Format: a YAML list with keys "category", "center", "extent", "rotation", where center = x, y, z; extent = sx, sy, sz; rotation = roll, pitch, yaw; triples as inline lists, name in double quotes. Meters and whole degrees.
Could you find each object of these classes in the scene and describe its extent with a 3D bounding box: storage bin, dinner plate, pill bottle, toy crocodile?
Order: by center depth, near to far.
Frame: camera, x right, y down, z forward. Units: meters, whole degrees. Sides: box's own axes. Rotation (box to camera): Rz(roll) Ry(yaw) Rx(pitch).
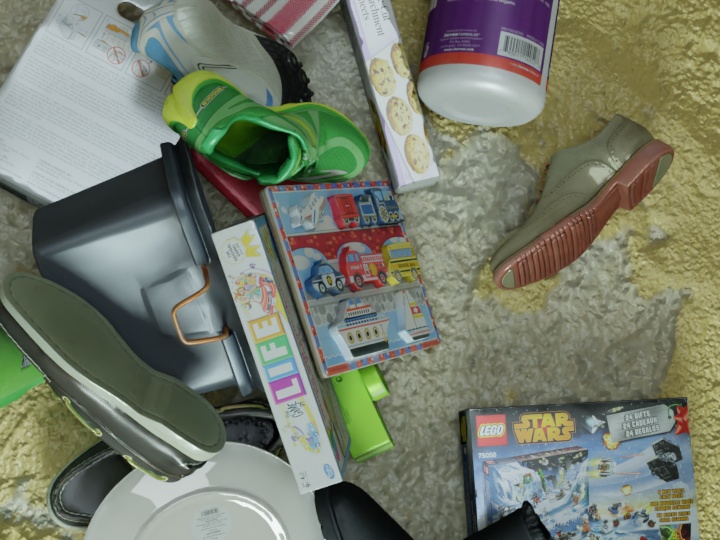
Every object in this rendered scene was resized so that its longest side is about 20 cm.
- category: "storage bin"
  center: [-0.165, 0.019, 1.095]
  extent: [0.134, 0.146, 0.201]
  rotation: [-19, 117, -3]
- category: "dinner plate"
  center: [-0.120, 0.231, 1.108]
  extent: [0.199, 0.024, 0.201]
  rotation: [-5, 105, -19]
- category: "toy crocodile"
  center: [-0.031, 0.066, 1.177]
  extent: [0.067, 0.062, 0.201]
  rotation: [-29, 93, 5]
- category: "pill bottle"
  center: [0.117, -0.234, 1.228]
  extent: [0.112, 0.112, 0.201]
  rotation: [12, 78, -9]

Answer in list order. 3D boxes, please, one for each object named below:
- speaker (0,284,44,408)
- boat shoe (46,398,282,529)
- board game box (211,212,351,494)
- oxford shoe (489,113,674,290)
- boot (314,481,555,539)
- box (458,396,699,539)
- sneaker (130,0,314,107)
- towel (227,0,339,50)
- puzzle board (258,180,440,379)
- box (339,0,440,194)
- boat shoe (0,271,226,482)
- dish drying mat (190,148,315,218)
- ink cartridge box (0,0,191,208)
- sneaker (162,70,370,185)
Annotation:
- category: "speaker"
  center: [-0.284, 0.060, 1.049]
  extent: [0.088, 0.200, 0.089]
  rotation: [1, 98, 10]
- category: "boat shoe"
  center: [-0.154, 0.152, 1.129]
  extent: [0.200, 0.061, 0.072]
  rotation: [-20, 86, -14]
- category: "board game box"
  center: [-0.057, 0.057, 1.079]
  extent: [0.034, 0.134, 0.201]
  rotation: [-18, 94, 4]
- category: "oxford shoe"
  center: [0.182, -0.060, 1.246]
  extent: [0.200, 0.071, 0.074]
  rotation: [-37, 64, -14]
- category: "boot"
  center: [0.072, 0.232, 1.131]
  extent: [0.162, 0.073, 0.199]
  rotation: [-25, 96, 12]
- category: "box"
  center: [0.188, 0.182, 1.210]
  extent: [0.199, 0.040, 0.138]
  rotation: [-1, 82, -11]
- category: "sneaker"
  center: [-0.105, -0.160, 1.151]
  extent: [0.200, 0.072, 0.072]
  rotation: [34, 52, -47]
- category: "towel"
  center: [-0.089, -0.296, 1.223]
  extent: [0.200, 0.030, 0.146]
  rotation: [39, 74, 9]
- category: "puzzle board"
  center: [0.000, 0.000, 1.143]
  extent: [0.017, 0.200, 0.151]
  rotation: [-22, 84, 29]
- category: "box"
  center: [0.023, -0.167, 1.234]
  extent: [0.041, 0.039, 0.201]
  rotation: [-14, 84, -7]
- category: "boat shoe"
  center: [-0.193, 0.083, 1.030]
  extent: [0.201, 0.072, 0.061]
  rotation: [41, 120, -13]
- category: "dish drying mat"
  center: [-0.107, -0.106, 1.211]
  extent: [0.200, 0.018, 0.077]
  rotation: [44, 79, -3]
- category: "ink cartridge box"
  center: [-0.213, -0.136, 1.181]
  extent: [0.162, 0.050, 0.201]
  rotation: [28, 74, -4]
- category: "sneaker"
  center: [-0.067, -0.094, 1.107]
  extent: [0.200, 0.074, 0.084]
  rotation: [10, 36, -45]
